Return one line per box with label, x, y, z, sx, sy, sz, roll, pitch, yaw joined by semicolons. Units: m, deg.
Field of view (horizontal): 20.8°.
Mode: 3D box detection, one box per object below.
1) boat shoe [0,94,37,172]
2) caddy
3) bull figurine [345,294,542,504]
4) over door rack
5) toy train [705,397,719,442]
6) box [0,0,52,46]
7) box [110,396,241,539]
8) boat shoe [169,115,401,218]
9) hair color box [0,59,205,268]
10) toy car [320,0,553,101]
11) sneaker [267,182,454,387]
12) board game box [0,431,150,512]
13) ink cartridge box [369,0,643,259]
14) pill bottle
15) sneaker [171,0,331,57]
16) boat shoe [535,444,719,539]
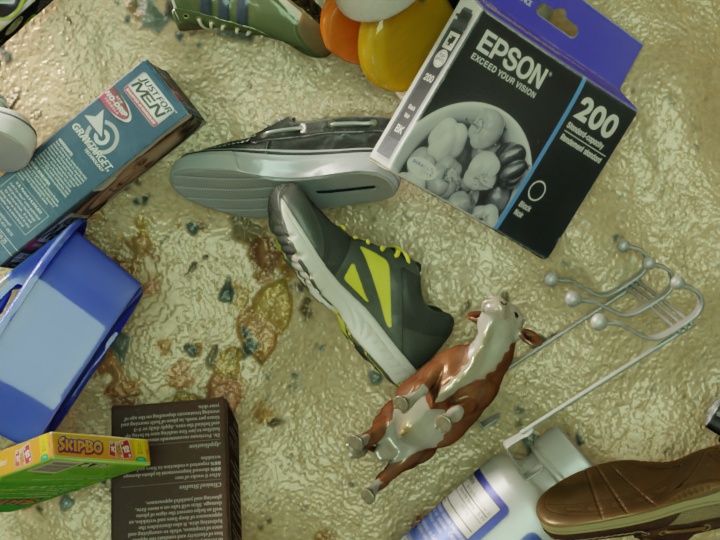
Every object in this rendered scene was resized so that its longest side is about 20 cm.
boat shoe;-0.321;-0.124;1.594;0.074;0.200;0.065;41;66;-38
caddy;-0.263;0.053;1.599;0.105;0.141;0.200;33;82;-2
bull figurine;0.061;0.103;1.560;0.065;0.121;0.200;45;131;10
over door rack;0.167;0.060;1.564;0.200;0.148;0.067;-44;107;2
toy train;0.382;0.141;1.592;0.200;0.085;0.114;31;80;5
box;-0.310;-0.246;1.609;0.110;0.035;0.200;40;60;3
box;-0.148;0.210;1.594;0.100;0.075;0.200;-4;65;4
boat shoe;-0.058;-0.091;1.628;0.200;0.072;0.071;0;57;15
hair color box;-0.228;-0.085;1.620;0.200;0.100;0.061;-39;88;3
toy car;0.050;-0.239;1.584;0.200;0.175;0.150;-47;45;-11
sneaker;0.000;0.000;1.615;0.085;0.074;0.200;-39;108;-8
board game box;-0.268;0.165;1.582;0.200;0.095;0.030;-25;66;41
ink cartridge box;0.129;-0.132;1.562;0.198;0.043;0.200;27;94;-39
pill bottle;0.112;0.221;1.591;0.200;0.112;0.112;-42;87;2
sneaker;-0.114;-0.228;1.636;0.200;0.067;0.090;42;105;0
boat shoe;0.236;0.189;1.528;0.200;0.072;0.072;-13;119;-11
